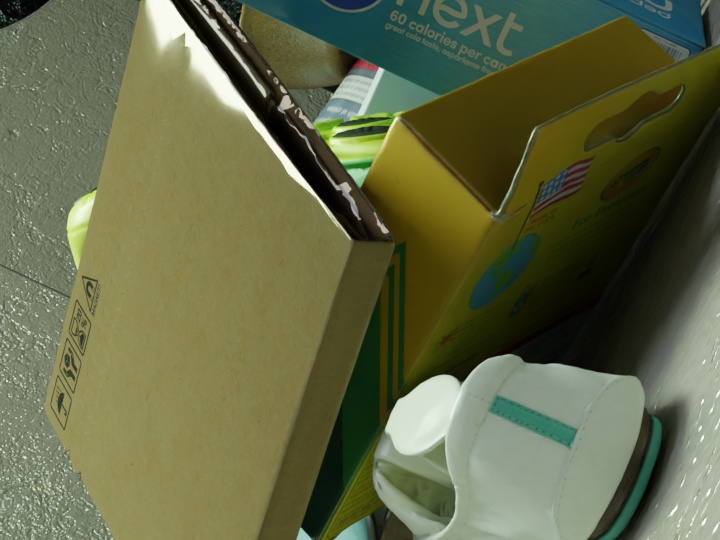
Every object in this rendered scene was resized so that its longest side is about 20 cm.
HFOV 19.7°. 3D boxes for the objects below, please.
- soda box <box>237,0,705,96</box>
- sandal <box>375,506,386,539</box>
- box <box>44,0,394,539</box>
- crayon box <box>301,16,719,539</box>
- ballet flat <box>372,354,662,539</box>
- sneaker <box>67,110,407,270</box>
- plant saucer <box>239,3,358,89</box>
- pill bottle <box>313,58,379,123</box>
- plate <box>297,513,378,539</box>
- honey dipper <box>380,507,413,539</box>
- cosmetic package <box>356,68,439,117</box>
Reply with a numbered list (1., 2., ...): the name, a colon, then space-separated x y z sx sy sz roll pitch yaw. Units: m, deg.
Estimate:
1. soda box: 0.032 -0.112 0.807 0.068 0.198 0.065 -71 7 -65
2. sandal: -0.031 0.139 1.072 0.079 0.059 0.207 -4 -40 -41
3. box: -0.057 0.023 0.724 0.164 0.021 0.201 53 135 42
4. crayon box: 0.044 -0.007 0.704 0.126 0.051 0.201 -26 -27 -43
5. ballet flat: 0.037 0.057 0.637 0.200 0.069 0.070 123 172 -76
6. sneaker: -0.014 -0.014 0.817 0.074 0.198 0.084 -58 -44 -72
7. plant saucer: 0.021 -0.163 1.006 0.200 0.035 0.201 -44 -20 -20
8. pill bottle: 0.000 0.000 0.986 0.201 0.119 0.120 -55 1 -8
9. plate: -0.026 0.162 0.830 0.200 0.025 0.202 -39 46 56
10. honey dipper: 0.031 0.094 0.842 0.200 0.038 0.038 -44 -21 -85
11. cosmetic package: 0.046 -0.042 0.892 0.081 0.112 0.202 135 158 -83
